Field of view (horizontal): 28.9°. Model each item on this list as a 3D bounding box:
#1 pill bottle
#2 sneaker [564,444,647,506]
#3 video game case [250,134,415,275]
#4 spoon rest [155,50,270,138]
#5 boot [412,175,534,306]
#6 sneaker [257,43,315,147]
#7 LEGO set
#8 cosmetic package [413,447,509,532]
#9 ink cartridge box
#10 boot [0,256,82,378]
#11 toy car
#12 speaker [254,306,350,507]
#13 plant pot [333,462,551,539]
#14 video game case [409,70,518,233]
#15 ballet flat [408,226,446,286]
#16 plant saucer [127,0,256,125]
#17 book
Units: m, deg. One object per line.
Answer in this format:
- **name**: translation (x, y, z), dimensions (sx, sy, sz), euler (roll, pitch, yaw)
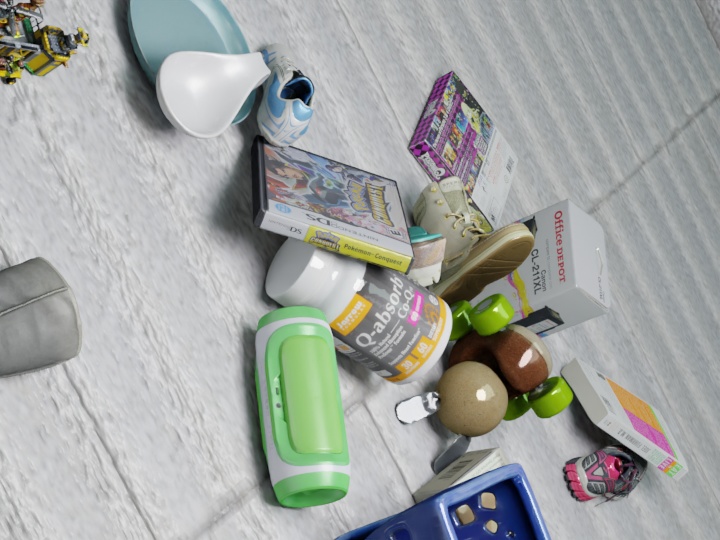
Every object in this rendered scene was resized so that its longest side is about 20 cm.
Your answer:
- **pill bottle**: translation (-0.002, 0.038, 1.588), dimensions (0.200, 0.116, 0.117), euler (33, 43, -26)
- **sneaker**: translation (0.371, 0.290, 2.013), dimensions (0.200, 0.075, 0.081), euler (-4, 72, -57)
- **video game case**: translation (-0.035, -0.078, 1.577), dimensions (0.180, 0.026, 0.200), euler (17, 26, -14)
- **spoon rest**: translation (-0.157, -0.206, 1.539), dimensions (0.099, 0.061, 0.200), euler (61, 32, -7)
- **boot**: translation (0.138, -0.055, 1.798), dimensions (0.072, 0.200, 0.155), euler (2, 65, -31)
- **sneaker**: translation (-0.085, -0.218, 1.672), dimensions (0.072, 0.072, 0.200), euler (43, 22, -30)
- **LEGO set**: translation (-0.325, -0.291, 1.345), dimensions (0.154, 0.116, 0.200), euler (12, 60, -52)
- **cosmetic package**: translation (0.159, 0.322, 1.658), dimensions (0.105, 0.071, 0.200), euler (-34, 98, -33)
- **ink cartridge box**: translation (0.222, 0.012, 1.862), dimensions (0.083, 0.200, 0.146), euler (35, 43, -39)
- **boot**: translation (-0.331, 0.019, 1.177), dimensions (0.200, 0.072, 0.182), euler (-28, 107, -51)
- **toy car**: translation (0.133, 0.156, 1.743), dimensions (0.200, 0.158, 0.164), euler (-42, 103, -27)
- **speaker**: translation (-0.062, 0.143, 1.473), dimensions (0.088, 0.088, 0.200), euler (21, 53, -48)
- **plant pot**: translation (0.090, 0.335, 1.477), dimensions (0.200, 0.180, 0.200), euler (-7, 76, -57)
- **video game case**: translation (0.155, -0.170, 2.039), dimensions (0.181, 0.036, 0.200), euler (51, 35, -23)
- **ballet flat**: translation (0.075, -0.015, 1.736), dimensions (0.200, 0.068, 0.067), euler (-81, 160, -84)
- **plant saucer**: translation (-0.196, -0.252, 1.594), dimensions (0.200, 0.027, 0.200), euler (34, 44, -41)
- **book**: translation (0.393, 0.220, 2.061), dimensions (0.200, 0.048, 0.134), euler (35, 17, -32)
